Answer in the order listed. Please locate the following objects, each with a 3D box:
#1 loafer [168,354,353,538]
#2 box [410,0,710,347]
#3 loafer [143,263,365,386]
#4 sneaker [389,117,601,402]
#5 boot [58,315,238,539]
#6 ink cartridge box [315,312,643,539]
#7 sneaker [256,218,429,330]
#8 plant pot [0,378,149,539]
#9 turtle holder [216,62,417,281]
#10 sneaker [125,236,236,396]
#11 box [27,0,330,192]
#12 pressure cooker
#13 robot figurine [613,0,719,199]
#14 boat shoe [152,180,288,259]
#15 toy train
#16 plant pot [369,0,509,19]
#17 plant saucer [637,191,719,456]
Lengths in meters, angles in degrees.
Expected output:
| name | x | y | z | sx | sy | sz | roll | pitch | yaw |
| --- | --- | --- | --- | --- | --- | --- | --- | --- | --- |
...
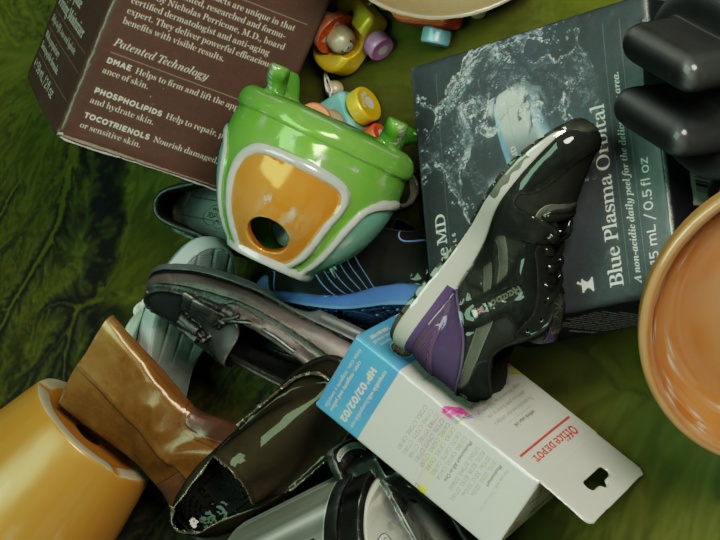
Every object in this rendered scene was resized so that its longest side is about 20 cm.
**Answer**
| name | x | y | z | sx | sy | sz | roll | pitch | yaw |
| --- | --- | --- | --- | --- | --- | --- | --- | --- | --- |
| loafer | -0.069 | 0.142 | 1.308 | 0.073 | 0.071 | 0.200 | 46 | 115 | 6 |
| box | 0.151 | -0.060 | 1.202 | 0.200 | 0.117 | 0.197 | -13 | 77 | 39 |
| loafer | -0.081 | 0.052 | 1.350 | 0.200 | 0.072 | 0.063 | 19 | 57 | 10 |
| sneaker | 0.109 | -0.002 | 1.124 | 0.088 | 0.076 | 0.200 | 43 | 118 | 17 |
| boot | -0.130 | 0.109 | 1.412 | 0.200 | 0.068 | 0.188 | 45 | 128 | 8 |
| ink cartridge box | 0.083 | 0.115 | 1.211 | 0.200 | 0.115 | 0.068 | 38 | 117 | 15 |
| sneaker | 0.000 | 0.000 | 1.360 | 0.200 | 0.070 | 0.078 | -1 | 68 | 41 |
| plant pot | -0.282 | 0.199 | 1.497 | 0.183 | 0.200 | 0.200 | -48 | 57 | 9 |
| turtle holder | -0.043 | -0.069 | 1.274 | 0.132 | 0.141 | 0.185 | -66 | 20 | 4 |
| sneaker | -0.164 | 0.045 | 1.465 | 0.071 | 0.073 | 0.200 | 54 | 128 | 41 |
| box | -0.145 | -0.193 | 1.399 | 0.200 | 0.164 | 0.166 | -66 | 26 | 14 |
| pressure cooker | 0.009 | 0.225 | 1.253 | 0.200 | 0.176 | 0.179 | -29 | 39 | 33 |
| robot figurine | 0.252 | -0.122 | 1.072 | 0.125 | 0.200 | 0.150 | 69 | 152 | 17 |
| boat shoe | -0.091 | -0.046 | 1.433 | 0.199 | 0.066 | 0.075 | 16 | 94 | 39 |
| toy train | 0.010 | -0.154 | 1.368 | 0.150 | 0.056 | 0.201 | 19 | 97 | 40 |
| plant pot | 0.054 | -0.302 | 1.279 | 0.200 | 0.200 | 0.135 | -52 | 32 | 23 |
| plant saucer | 0.266 | 0.026 | 1.076 | 0.200 | 0.200 | 0.037 | -59 | 14 | 19 |
